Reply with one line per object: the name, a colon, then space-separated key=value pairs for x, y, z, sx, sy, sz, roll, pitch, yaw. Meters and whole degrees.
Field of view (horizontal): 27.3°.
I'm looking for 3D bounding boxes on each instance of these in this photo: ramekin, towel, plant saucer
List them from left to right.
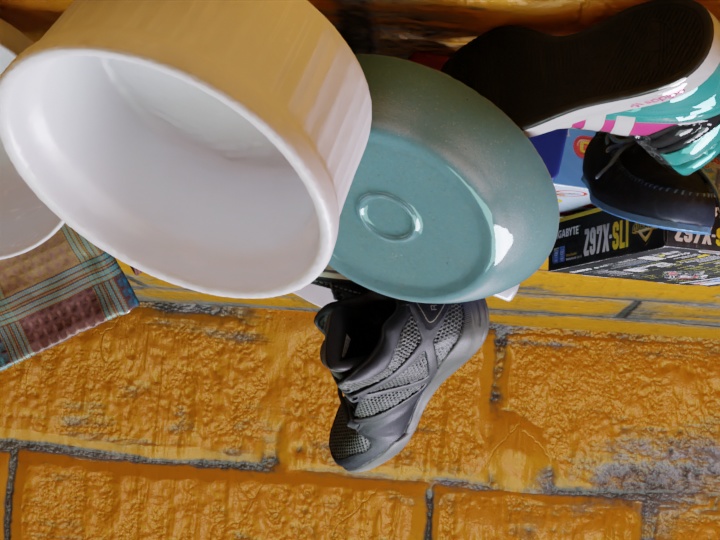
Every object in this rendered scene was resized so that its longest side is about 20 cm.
towel: x=-0.265 y=-0.031 z=1.048 sx=0.147 sy=0.200 sz=0.022 roll=-25 pitch=-166 yaw=15
ramekin: x=-0.091 y=-0.083 z=0.822 sx=0.200 sy=0.098 sz=0.200 roll=18 pitch=147 yaw=12
plant saucer: x=0.022 y=-0.043 z=0.917 sx=0.200 sy=0.036 sz=0.200 roll=18 pitch=141 yaw=15

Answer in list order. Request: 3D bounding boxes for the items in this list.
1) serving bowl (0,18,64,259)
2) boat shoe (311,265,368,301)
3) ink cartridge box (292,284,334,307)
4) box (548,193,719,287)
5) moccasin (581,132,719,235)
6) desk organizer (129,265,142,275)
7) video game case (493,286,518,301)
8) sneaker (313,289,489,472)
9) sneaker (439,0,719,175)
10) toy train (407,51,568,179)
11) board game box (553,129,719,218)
serving bowl: x=-0.272 y=-0.100 z=0.965 sx=0.200 sy=0.066 sz=0.200 roll=4 pitch=131 yaw=4
boat shoe: x=0.000 y=0.000 z=1.099 sx=0.200 sy=0.062 sz=0.075 roll=7 pitch=-144 yaw=-27
ink cartridge box: x=-0.031 y=-0.027 z=1.344 sx=0.147 sy=0.083 sz=0.200 roll=26 pitch=-173 yaw=9
box: x=0.262 y=-0.022 z=1.176 sx=0.160 sy=0.049 sz=0.200 roll=4 pitch=174 yaw=-17
moccasin: x=0.185 y=-0.074 z=0.981 sx=0.080 sy=0.068 sz=0.200 roll=12 pitch=-166 yaw=-12
desk organizer: x=-0.135 y=-0.036 z=1.012 sx=0.077 sy=0.072 sz=0.200 roll=-31 pitch=173 yaw=-11
video game case: x=0.032 y=-0.043 z=1.246 sx=0.182 sy=0.024 sz=0.200 roll=20 pitch=-166 yaw=-11
sneaker: x=0.001 y=0.077 z=1.085 sx=0.114 sy=0.076 sz=0.199 roll=5 pitch=140 yaw=-29
sneaker: x=0.151 y=-0.105 z=0.895 sx=0.200 sy=0.084 sz=0.121 roll=-3 pitch=161 yaw=43
toy train: x=0.030 y=-0.107 z=1.002 sx=0.200 sy=0.085 sz=0.116 roll=9 pitch=-171 yaw=-12
board game box: x=0.198 y=-0.073 z=1.229 sx=0.200 sy=0.056 sz=0.196 roll=7 pitch=173 yaw=-20
